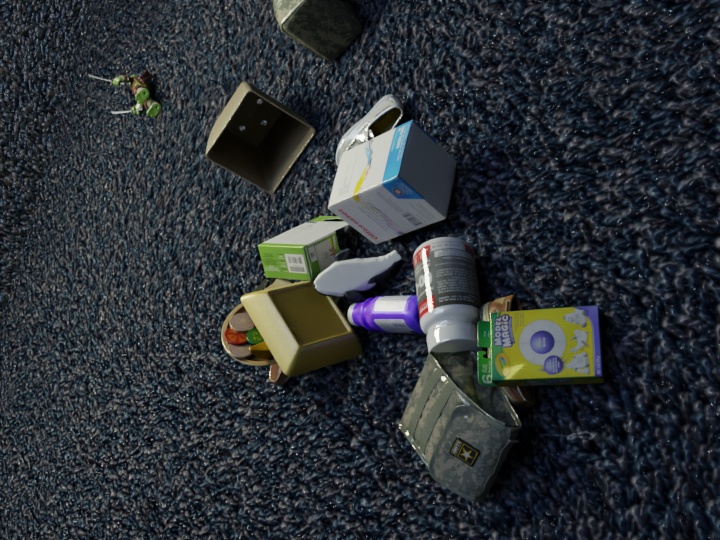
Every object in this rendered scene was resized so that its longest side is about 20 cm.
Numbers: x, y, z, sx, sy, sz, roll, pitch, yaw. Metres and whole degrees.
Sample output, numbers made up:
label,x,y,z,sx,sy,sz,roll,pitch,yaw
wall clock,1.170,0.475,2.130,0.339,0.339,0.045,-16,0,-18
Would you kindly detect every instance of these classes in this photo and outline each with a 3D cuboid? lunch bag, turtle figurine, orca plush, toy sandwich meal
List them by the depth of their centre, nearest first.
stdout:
label,x,y,z,sx,sy,sz,roll,pitch,yaw
lunch bag,0.169,0.258,1.429,0.200,0.117,0.165,51,130,45
orca plush,0.000,0.000,1.763,0.199,0.071,0.106,-36,83,-5
toy sandwich meal,-0.195,0.107,1.798,0.203,0.071,0.207,-3,48,4
lunch bag,-0.113,-0.631,2.077,0.139,0.199,0.169,-42,48,26
turtle figurine,-0.738,-0.552,2.781,0.194,0.198,0.145,39,138,44

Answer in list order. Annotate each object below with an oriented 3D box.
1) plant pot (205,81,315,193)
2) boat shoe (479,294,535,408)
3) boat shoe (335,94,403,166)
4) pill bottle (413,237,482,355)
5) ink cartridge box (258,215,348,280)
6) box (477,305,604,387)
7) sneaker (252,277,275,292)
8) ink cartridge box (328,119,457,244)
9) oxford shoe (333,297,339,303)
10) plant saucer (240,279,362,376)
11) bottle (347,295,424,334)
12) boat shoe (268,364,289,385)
label,x,y,z,sx,sy,sz,roll,pitch,yaw
plant pot,-0.259,-0.348,2.136,0.201,0.199,0.178,-52,32,18
boat shoe,0.256,0.127,1.443,0.074,0.075,0.202,-33,52,30
boat shoe,0.023,-0.283,1.870,0.202,0.074,0.086,-44,29,17
pill bottle,0.158,0.053,1.545,0.113,0.113,0.202,-30,51,36
ink cartridge box,-0.096,-0.052,1.859,0.147,0.199,0.077,4,113,43
box,0.281,0.121,1.375,0.198,0.048,0.119,-6,67,20
sneaker,-0.212,0.067,1.928,0.091,0.075,0.201,-53,16,26
ink cartridge box,0.062,-0.170,1.708,0.199,0.147,0.146,-18,47,42
oxford shoe,-0.099,0.110,1.854,0.075,0.057,0.202,16,87,47
plant saucer,-0.108,0.097,1.719,0.201,0.199,0.049,55,135,24
bottle,0.058,0.085,1.670,0.199,0.083,0.066,-3,64,48
boat shoe,-0.171,0.150,1.902,0.075,0.071,0.202,2,75,48
